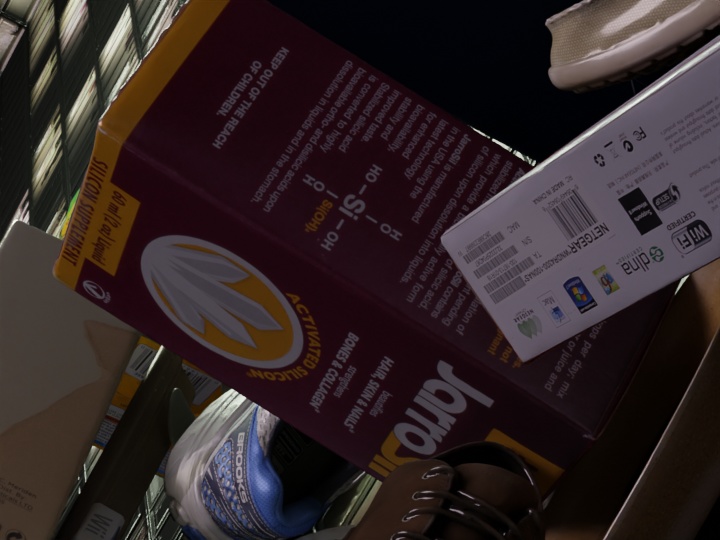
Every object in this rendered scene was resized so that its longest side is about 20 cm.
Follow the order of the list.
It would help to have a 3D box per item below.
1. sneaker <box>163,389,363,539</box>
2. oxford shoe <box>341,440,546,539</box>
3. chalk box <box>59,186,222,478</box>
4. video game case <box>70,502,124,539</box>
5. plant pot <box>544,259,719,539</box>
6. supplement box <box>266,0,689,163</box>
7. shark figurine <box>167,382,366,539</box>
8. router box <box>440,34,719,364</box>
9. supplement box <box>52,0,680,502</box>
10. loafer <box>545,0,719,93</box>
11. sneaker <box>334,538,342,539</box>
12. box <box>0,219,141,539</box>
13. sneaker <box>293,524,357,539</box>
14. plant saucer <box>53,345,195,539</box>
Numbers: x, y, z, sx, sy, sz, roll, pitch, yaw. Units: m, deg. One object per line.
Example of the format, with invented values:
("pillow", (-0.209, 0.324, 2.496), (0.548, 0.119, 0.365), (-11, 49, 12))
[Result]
("sneaker", (0.003, 0.043, 0.975), (0.085, 0.077, 0.200), (-6, 46, 58))
("oxford shoe", (0.015, 0.097, 0.681), (0.085, 0.072, 0.200), (-58, -1, 18))
("chalk box", (-0.101, -0.003, 1.271), (0.124, 0.124, 0.201), (-44, 26, 47))
("video game case", (-0.154, 0.191, 0.886), (0.144, 0.018, 0.200), (-61, 2, 21))
("plant pot", (0.087, 0.070, 0.711), (0.201, 0.027, 0.200), (-61, -2, -4))
("supplement box", (0.051, -0.145, 0.906), (0.135, 0.199, 0.200), (-59, 19, 13))
("shark figurine", (-0.034, 0.064, 1.044), (0.089, 0.128, 0.216), (-2, 77, 29))
("router box", (0.140, -0.064, 0.646), (0.179, 0.049, 0.200), (-35, 0, -33))
("supplement box", (0.000, 0.000, 0.803), (0.086, 0.199, 0.110), (-57, -2, -32))
("loafer", (0.140, -0.135, 0.775), (0.200, 0.068, 0.076), (-36, -6, 19))
("sneaker", (-0.017, 0.145, 0.810), (0.073, 0.200, 0.081), (18, 92, 27))
("box", (-0.160, 0.078, 0.978), (0.200, 0.077, 0.095), (-72, 8, -52))
("sneaker", (-0.054, 0.199, 0.966), (0.200, 0.075, 0.105), (-36, 65, 14))
("plant saucer", (-0.132, 0.127, 1.087), (0.201, 0.029, 0.200), (-62, 3, 5))
